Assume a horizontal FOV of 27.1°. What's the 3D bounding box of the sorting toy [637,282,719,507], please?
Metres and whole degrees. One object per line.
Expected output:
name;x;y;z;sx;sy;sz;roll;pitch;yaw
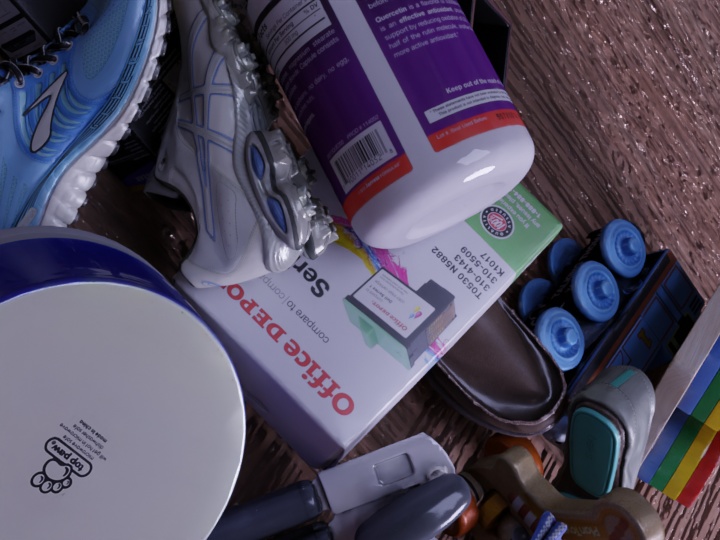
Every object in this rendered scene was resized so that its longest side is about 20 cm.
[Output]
sorting toy;0.274;0.076;1.131;0.069;0.199;0.200;31;53;13

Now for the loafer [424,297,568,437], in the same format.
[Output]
loafer;0.062;0.035;0.999;0.200;0.071;0.073;42;76;-3

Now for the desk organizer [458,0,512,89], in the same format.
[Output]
desk organizer;0.027;-0.171;0.996;0.200;0.077;0.072;30;63;-58

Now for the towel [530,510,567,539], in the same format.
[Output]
towel;0.069;0.251;0.946;0.024;0.200;0.145;31;53;18

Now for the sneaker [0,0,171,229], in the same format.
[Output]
sneaker;-0.170;-0.096;0.812;0.090;0.078;0.200;28;99;-19

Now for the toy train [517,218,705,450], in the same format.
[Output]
toy train;0.174;0.048;1.116;0.114;0.087;0.200;51;53;-14

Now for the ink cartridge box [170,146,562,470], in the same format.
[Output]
ink cartridge box;0.000;0.000;0.915;0.145;0.084;0.200;44;72;4

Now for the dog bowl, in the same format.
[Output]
dog bowl;-0.162;0.083;0.767;0.199;0.079;0.201;-12;115;-26

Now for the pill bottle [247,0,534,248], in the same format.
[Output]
pill bottle;0.009;-0.121;0.847;0.112;0.112;0.201;-17;76;-42

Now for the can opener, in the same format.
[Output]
can opener;-0.034;0.153;0.865;0.199;0.067;0.054;-21;99;-4

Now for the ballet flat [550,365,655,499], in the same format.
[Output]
ballet flat;0.171;0.146;1.053;0.064;0.067;0.200;-39;149;-37

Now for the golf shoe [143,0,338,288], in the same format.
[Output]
golf shoe;-0.090;-0.083;0.856;0.078;0.097;0.201;44;24;-60

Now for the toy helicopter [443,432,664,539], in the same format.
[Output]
toy helicopter;0.132;0.177;0.985;0.079;0.200;0.133;-27;95;-28

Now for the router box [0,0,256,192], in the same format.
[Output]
router box;-0.127;-0.174;0.924;0.157;0.052;0.200;49;54;-24

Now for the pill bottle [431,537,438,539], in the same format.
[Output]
pill bottle;-0.026;0.245;0.889;0.200;0.114;0.114;-45;111;-38
